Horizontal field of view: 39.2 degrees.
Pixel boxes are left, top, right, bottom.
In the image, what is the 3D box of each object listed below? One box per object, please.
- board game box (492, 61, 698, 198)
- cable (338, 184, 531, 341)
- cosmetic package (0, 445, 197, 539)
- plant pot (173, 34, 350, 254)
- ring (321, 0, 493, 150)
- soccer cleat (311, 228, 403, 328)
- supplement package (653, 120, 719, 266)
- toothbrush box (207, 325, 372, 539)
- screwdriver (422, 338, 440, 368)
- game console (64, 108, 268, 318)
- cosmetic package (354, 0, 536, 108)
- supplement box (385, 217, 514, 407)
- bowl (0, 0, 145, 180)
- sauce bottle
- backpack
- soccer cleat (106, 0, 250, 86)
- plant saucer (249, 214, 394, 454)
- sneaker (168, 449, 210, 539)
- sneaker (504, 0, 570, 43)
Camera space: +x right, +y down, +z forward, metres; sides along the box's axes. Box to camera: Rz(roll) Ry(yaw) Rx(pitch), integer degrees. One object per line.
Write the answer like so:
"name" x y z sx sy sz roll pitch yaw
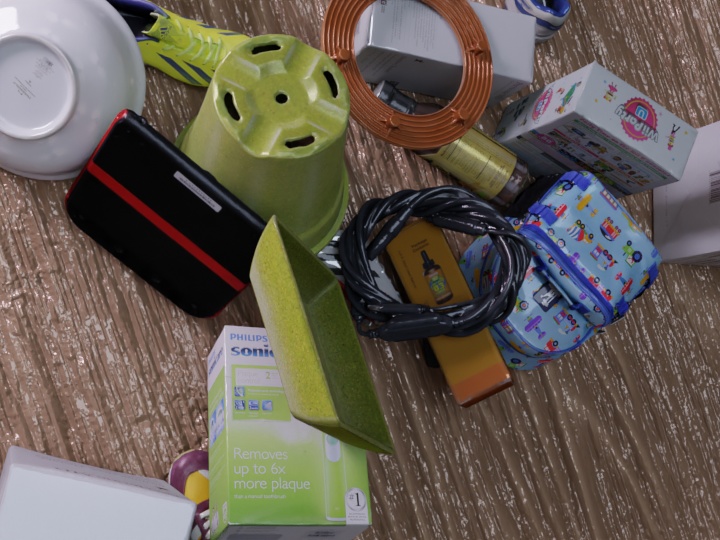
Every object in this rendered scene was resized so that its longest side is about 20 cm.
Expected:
"board game box" 0.256 -0.146 1.140 0.146 0.200 0.065 29 78 -15
"cable" 0.079 -0.011 1.060 0.197 0.051 0.165 -10 68 5
"cosmetic package" -0.260 0.265 0.921 0.165 0.200 0.169 17 80 -18
"plant pot" -0.090 -0.126 0.999 0.197 0.185 0.203 4 68 -11
"ring" 0.054 -0.225 1.045 0.198 0.019 0.204 5 77 -23
"soccer cleat" 0.000 0.000 1.109 0.199 0.069 0.086 35 79 -8
"supplement package" 0.484 -0.086 1.240 0.197 0.150 0.154 4 83 -19
"toothbrush box" -0.076 0.168 1.020 0.144 0.086 0.203 6 59 -20
"screwdriver" 0.075 0.010 1.153 0.029 0.028 0.203 -7 88 -48
"game console" -0.186 -0.048 0.995 0.199 0.177 0.031 39 44 -12
"cosmetic package" 0.086 -0.252 1.138 0.197 0.113 0.082 10 80 -16
"supplement box" 0.096 0.044 1.100 0.066 0.069 0.202 -26 77 8
"bowl" -0.310 -0.178 0.966 0.198 0.090 0.204 -1 106 -5
"sauce bottle" 0.098 -0.149 1.158 0.199 0.065 0.065 32 76 -12
"backpack" 0.213 0.009 1.148 0.200 0.134 0.183 -41 98 -15
"soccer cleat" -0.194 -0.239 1.053 0.197 0.084 0.066 11 81 -18
"plant saucer" -0.041 0.074 0.949 0.047 0.200 0.202 -22 68 8
"sneaker" -0.132 0.276 1.023 0.074 0.090 0.202 -25 94 -19
"sneaker" 0.197 -0.376 1.201 0.075 0.088 0.202 -26 92 -17
